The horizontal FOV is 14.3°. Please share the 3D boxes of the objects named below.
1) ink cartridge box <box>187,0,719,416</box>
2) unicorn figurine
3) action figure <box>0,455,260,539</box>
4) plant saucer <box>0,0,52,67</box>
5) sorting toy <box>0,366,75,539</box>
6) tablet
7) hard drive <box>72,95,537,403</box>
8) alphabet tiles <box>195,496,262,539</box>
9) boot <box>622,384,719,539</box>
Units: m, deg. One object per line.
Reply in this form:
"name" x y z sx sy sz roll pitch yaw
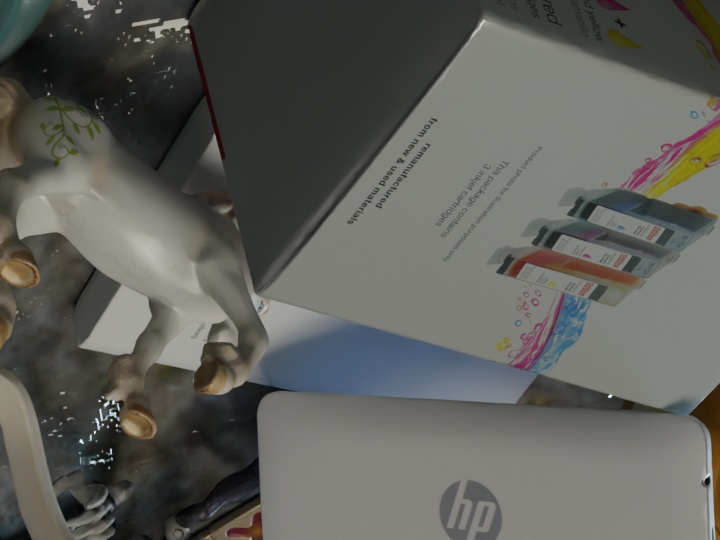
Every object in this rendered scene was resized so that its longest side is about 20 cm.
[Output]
"ink cartridge box" 0.067 -0.062 1.041 0.200 0.145 0.145 17 128 -33
"unicorn figurine" -0.080 -0.004 1.051 0.074 0.137 0.200 -24 123 24
"action figure" -0.095 0.135 1.226 0.200 0.119 0.102 -29 179 6
"plant saucer" -0.196 -0.110 0.994 0.200 0.027 0.200 -9 137 -8
"sorting toy" -0.193 0.129 1.149 0.180 0.200 0.107 -29 159 15
"tablet" 0.047 0.115 1.123 0.200 0.130 0.014 2 -170 31
"hard drive" 0.000 0.000 1.175 0.200 0.026 0.132 12 131 -29
"alphabet tiles" -0.052 0.175 1.361 0.200 0.008 0.167 -32 136 15
"boot" 0.137 0.106 1.210 0.071 0.201 0.144 -8 139 28
